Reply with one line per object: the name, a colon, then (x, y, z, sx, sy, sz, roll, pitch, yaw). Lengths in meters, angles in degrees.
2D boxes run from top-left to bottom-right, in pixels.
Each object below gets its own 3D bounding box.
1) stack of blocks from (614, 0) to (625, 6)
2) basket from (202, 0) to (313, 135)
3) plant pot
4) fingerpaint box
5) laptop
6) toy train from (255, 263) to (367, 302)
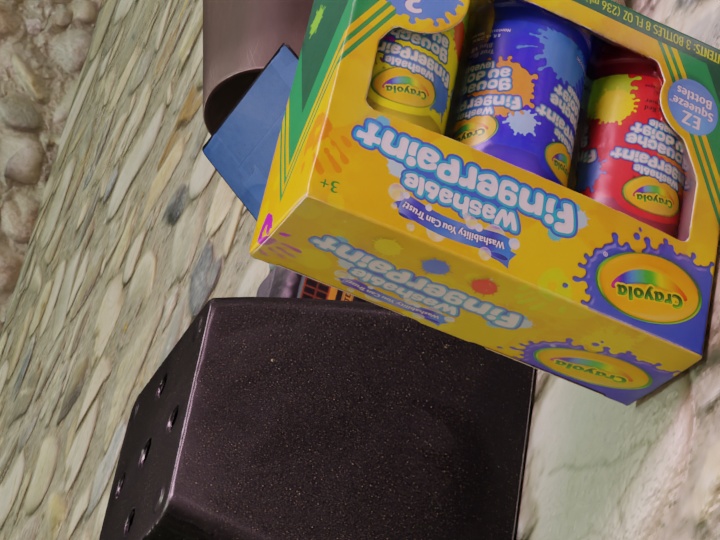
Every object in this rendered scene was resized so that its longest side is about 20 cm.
stack of blocks: (0.094, -0.194, 1.253, 0.115, 0.059, 0.201, -8, 50, 24)
basket: (-0.070, -0.199, 1.828, 0.180, 0.136, 0.201, -47, 29, 42)
plant pot: (-0.036, 0.128, 1.165, 0.200, 0.177, 0.201, 130, 155, -51)
fingerpaint box: (0.068, -0.054, 0.998, 0.073, 0.199, 0.168, -43, 29, 57)
laptop: (-0.057, -0.020, 1.557, 0.187, 0.115, 0.201, 136, 151, -59)
toy train: (0.000, 0.000, 1.322, 0.085, 0.114, 0.201, -44, 26, 56)
